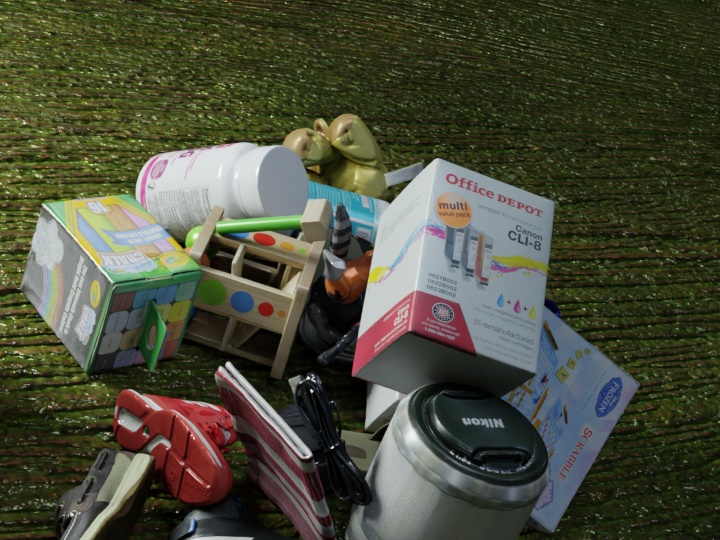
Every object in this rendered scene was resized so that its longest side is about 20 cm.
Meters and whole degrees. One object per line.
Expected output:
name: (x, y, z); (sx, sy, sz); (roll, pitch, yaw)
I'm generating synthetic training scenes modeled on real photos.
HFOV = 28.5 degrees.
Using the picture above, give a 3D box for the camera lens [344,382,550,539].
camera lens: (0.082, 0.223, 1.384); (0.159, 0.201, 0.160); (18, 29, -10)

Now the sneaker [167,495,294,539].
sneaker: (-0.082, 0.260, 1.336); (0.199, 0.073, 0.112); (7, 34, -24)

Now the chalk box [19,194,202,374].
chalk box: (-0.261, 0.025, 1.548); (0.123, 0.125, 0.200); (-10, 43, -44)

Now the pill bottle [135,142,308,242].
pill bottle: (-0.168, -0.096, 1.732); (0.199, 0.114, 0.113); (-3, 11, 37)

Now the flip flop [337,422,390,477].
flip flop: (0.038, 0.194, 1.549); (0.199, 0.058, 0.081); (11, 31, -23)

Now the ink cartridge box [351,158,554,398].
ink cartridge box: (0.096, 0.018, 1.446); (0.144, 0.145, 0.201); (19, 61, -16)

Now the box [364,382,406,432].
box: (0.115, 0.128, 1.628); (0.199, 0.098, 0.125); (13, 60, -18)

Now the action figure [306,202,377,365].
action figure: (0.000, 0.000, 1.612); (0.104, 0.194, 0.200); (40, 54, 9)

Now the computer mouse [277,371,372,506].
computer mouse: (-0.059, 0.178, 1.418); (0.052, 0.200, 0.139); (-25, 89, -18)

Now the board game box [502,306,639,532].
board game box: (0.179, 0.148, 1.558); (0.199, 0.201, 0.041); (39, -17, -12)

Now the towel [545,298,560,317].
towel: (0.119, 0.059, 1.685); (0.147, 0.199, 0.050); (31, 53, -45)

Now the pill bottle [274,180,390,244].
pill bottle: (-0.062, -0.059, 1.844); (0.199, 0.111, 0.111); (15, 30, -16)

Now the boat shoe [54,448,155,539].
boat shoe: (-0.246, 0.229, 1.284); (0.064, 0.074, 0.200); (15, 24, 8)

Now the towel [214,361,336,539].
towel: (-0.078, 0.188, 1.356); (0.023, 0.201, 0.144); (-35, 55, -19)

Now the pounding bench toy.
pounding bench toy: (-0.128, -0.010, 1.613); (0.155, 0.201, 0.124); (18, 29, -1)

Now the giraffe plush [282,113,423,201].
giraffe plush: (-0.033, -0.141, 1.983); (0.199, 0.174, 0.162); (-2, 15, -21)

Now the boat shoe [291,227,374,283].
boat shoe: (-0.019, -0.009, 1.749); (0.201, 0.074, 0.063); (26, 10, -44)

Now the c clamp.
c clamp: (0.003, 0.065, 1.771); (0.170, 0.027, 0.200); (20, 29, -6)

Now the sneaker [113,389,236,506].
sneaker: (-0.153, 0.167, 1.404); (0.115, 0.079, 0.200); (3, 20, -38)
